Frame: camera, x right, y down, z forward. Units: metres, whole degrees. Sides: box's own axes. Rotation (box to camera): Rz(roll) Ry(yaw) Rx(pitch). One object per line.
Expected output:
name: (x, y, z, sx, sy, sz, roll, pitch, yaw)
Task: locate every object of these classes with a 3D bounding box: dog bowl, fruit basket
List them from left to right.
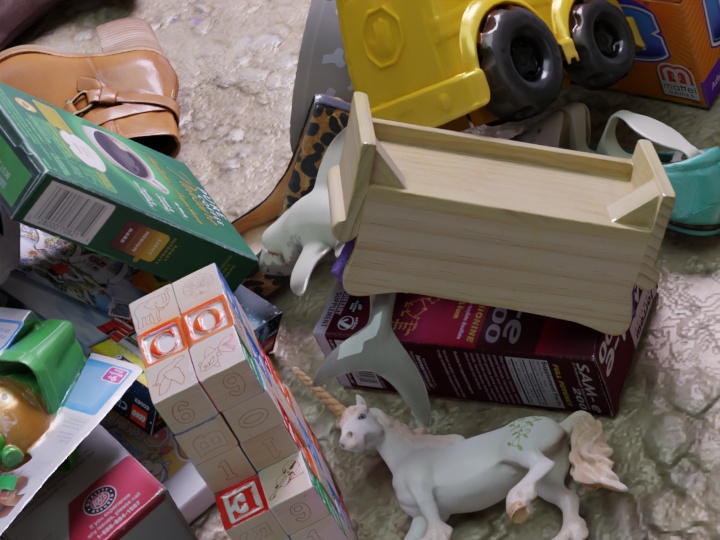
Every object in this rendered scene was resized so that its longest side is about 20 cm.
fruit basket: (-0.255, 0.099, 1.052, 0.184, 0.094, 0.200, 5, 31, 28)
dog bowl: (0.003, -0.173, 1.291, 0.058, 0.201, 0.201, 14, 53, 7)

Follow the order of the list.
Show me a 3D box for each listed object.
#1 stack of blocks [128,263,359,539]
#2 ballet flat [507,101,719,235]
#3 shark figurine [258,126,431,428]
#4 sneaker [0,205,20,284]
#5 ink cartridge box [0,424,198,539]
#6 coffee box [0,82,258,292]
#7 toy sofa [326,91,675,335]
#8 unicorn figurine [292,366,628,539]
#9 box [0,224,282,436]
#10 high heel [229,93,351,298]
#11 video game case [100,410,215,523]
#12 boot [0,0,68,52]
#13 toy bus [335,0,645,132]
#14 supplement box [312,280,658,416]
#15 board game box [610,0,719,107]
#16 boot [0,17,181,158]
stack of blocks: (-0.062, 0.108, 1.044, 0.058, 0.201, 0.115, -25, 42, 1)
ballet flat: (0.161, -0.077, 1.198, 0.199, 0.071, 0.067, 14, 21, 33)
shark figurine: (0.012, -0.003, 1.117, 0.129, 0.089, 0.215, -60, 30, 13)
sneaker: (-0.282, -0.015, 1.100, 0.113, 0.076, 0.200, -3, 9, 2)
ink cartridge box: (-0.213, 0.158, 1.126, 0.145, 0.084, 0.200, -40, 45, -14)
coffee box: (-0.168, -0.052, 1.167, 0.044, 0.199, 0.123, -52, 51, 13)
toy sofa: (0.080, -0.034, 1.061, 0.198, 0.098, 0.083, 8, 27, -8)
unicorn figurine: (0.058, 0.125, 1.074, 0.198, 0.074, 0.138, -4, 37, 4)
box: (-0.172, 0.020, 1.214, 0.199, 0.038, 0.136, 32, 37, 21)
high heel: (-0.074, -0.052, 1.242, 0.199, 0.143, 0.072, -18, 46, 10)
video game case: (-0.206, 0.145, 1.210, 0.182, 0.023, 0.200, -39, 44, -12)
boot: (-0.301, -0.233, 1.599, 0.199, 0.072, 0.167, 22, 74, 38)
toy bus: (0.071, -0.187, 1.174, 0.199, 0.193, 0.135, -21, 2, -42)
supplement box: (0.081, 0.026, 1.153, 0.199, 0.061, 0.109, 4, 51, 28)
board game box: (0.190, -0.272, 1.278, 0.199, 0.200, 0.200, 16, 57, 36)
boot: (-0.240, -0.116, 1.448, 0.199, 0.077, 0.156, -19, 47, -1)
